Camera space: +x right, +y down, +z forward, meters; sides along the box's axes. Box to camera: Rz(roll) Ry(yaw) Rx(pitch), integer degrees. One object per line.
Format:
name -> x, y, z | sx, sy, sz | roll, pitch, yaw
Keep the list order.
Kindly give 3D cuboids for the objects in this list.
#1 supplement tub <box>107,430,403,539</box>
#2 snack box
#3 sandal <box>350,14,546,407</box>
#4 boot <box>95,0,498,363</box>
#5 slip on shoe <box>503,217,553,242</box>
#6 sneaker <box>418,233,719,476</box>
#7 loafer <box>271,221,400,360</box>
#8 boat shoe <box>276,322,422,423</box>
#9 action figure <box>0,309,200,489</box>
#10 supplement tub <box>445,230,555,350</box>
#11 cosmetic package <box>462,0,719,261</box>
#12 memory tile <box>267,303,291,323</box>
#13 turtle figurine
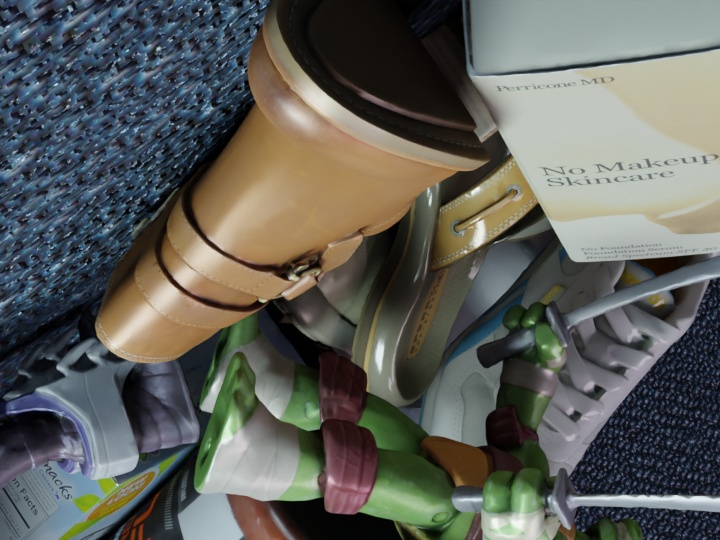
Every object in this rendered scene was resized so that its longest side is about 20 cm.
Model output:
supplement tub -> -0.069, 0.151, 0.819 | 0.200, 0.107, 0.107 | -44, 170, 28
snack box -> -0.138, 0.105, 0.877 | 0.200, 0.068, 0.168 | -44, 169, 31
sandal -> 0.050, -0.025, 0.770 | 0.080, 0.054, 0.202 | -17, 130, -54
boot -> -0.032, -0.023, 0.613 | 0.154, 0.074, 0.200 | -35, 170, 15
slip on shoe -> 0.080, -0.056, 0.906 | 0.061, 0.076, 0.200 | -48, 175, 40
sneaker -> 0.095, 0.032, 0.825 | 0.201, 0.076, 0.081 | -55, -169, -29
loafer -> 0.000, 0.000, 0.846 | 0.068, 0.076, 0.200 | -41, 169, 3
boat shoe -> -0.013, 0.066, 0.956 | 0.198, 0.071, 0.091 | -6, -143, 29
action figure -> -0.160, 0.080, 0.669 | 0.199, 0.070, 0.130 | -28, 176, -28
supplement tub -> 0.107, -0.003, 1.011 | 0.199, 0.123, 0.123 | -29, 169, -49
cosmetic package -> 0.103, -0.067, 0.635 | 0.104, 0.072, 0.200 | -6, 163, 16
memory tile -> 0.030, -0.027, 1.042 | 0.199, 0.017, 0.153 | -36, 172, -12
turtle figurine -> 0.044, 0.049, 0.701 | 0.200, 0.192, 0.145 | 121, -17, -52
